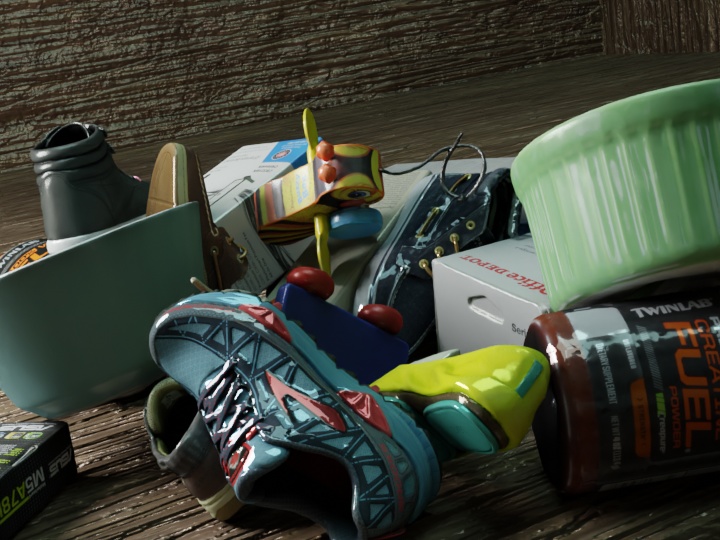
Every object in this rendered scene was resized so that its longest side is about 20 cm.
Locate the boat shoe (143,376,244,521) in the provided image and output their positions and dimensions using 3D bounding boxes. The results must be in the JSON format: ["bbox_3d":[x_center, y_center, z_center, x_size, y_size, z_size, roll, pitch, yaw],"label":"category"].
[{"bbox_3d":[-0.110,0.096,0.801,0.072,0.066,0.201,-45,21,-2],"label":"boat shoe"}]

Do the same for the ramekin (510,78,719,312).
[{"bbox_3d":[0.197,-0.034,0.748,0.196,0.099,0.200,-8,-14,-2],"label":"ramekin"}]

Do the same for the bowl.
[{"bbox_3d":[-0.190,0.036,0.862,0.198,0.107,0.201,-21,4,1],"label":"bowl"}]

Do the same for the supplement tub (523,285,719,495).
[{"bbox_3d":[0.201,0.063,0.706,0.196,0.109,0.107,-9,13,-4],"label":"supplement tub"}]

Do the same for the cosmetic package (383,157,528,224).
[{"bbox_3d":[0.098,-0.073,1.125,0.197,0.052,0.082,0,17,36],"label":"cosmetic package"}]

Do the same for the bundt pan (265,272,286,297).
[{"bbox_3d":[-0.004,-0.005,1.187,0.198,0.077,0.202,-8,12,2],"label":"bundt pan"}]

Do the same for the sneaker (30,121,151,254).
[{"bbox_3d":[-0.223,-0.084,1.056,0.069,0.101,0.200,-6,12,13],"label":"sneaker"}]

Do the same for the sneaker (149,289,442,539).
[{"bbox_3d":[-0.051,0.085,0.691,0.198,0.080,0.095,31,37,16],"label":"sneaker"}]

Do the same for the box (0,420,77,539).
[{"bbox_3d":[-0.313,0.153,0.777,0.196,0.048,0.193,-4,16,14],"label":"box"}]

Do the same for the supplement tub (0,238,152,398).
[{"bbox_3d":[-0.254,0.037,1.055,0.121,0.125,0.198,-18,16,-39],"label":"supplement tub"}]

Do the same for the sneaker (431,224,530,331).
[{"bbox_3d":[0.144,0.002,1.057,0.198,0.078,0.111,-21,12,-31],"label":"sneaker"}]

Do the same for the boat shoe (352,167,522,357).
[{"bbox_3d":[0.064,-0.006,0.962,0.090,0.071,0.202,-9,45,40],"label":"boat shoe"}]

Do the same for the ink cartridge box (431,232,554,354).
[{"bbox_3d":[0.172,0.023,0.916,0.197,0.086,0.145,-15,21,-27],"label":"ink cartridge box"}]

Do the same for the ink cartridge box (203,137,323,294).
[{"bbox_3d":[-0.124,-0.034,1.120,0.200,0.085,0.145,-40,25,-31],"label":"ink cartridge box"}]

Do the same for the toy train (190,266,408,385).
[{"bbox_3d":[-0.070,0.045,0.846,0.199,0.086,0.115,28,-26,-37],"label":"toy train"}]

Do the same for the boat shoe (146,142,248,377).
[{"bbox_3d":[-0.126,-0.002,0.978,0.071,0.204,0.072,-7,1,-30],"label":"boat shoe"}]

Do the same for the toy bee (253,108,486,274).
[{"bbox_3d":[-0.020,-0.075,0.950,0.199,0.132,0.108,-38,-28,24],"label":"toy bee"}]

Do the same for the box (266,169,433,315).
[{"bbox_3d":[0.000,0.000,1.020,0.081,0.069,0.201,-2,37,38],"label":"box"}]

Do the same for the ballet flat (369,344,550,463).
[{"bbox_3d":[0.057,0.077,0.731,0.067,0.067,0.200,-48,8,-19],"label":"ballet flat"}]
